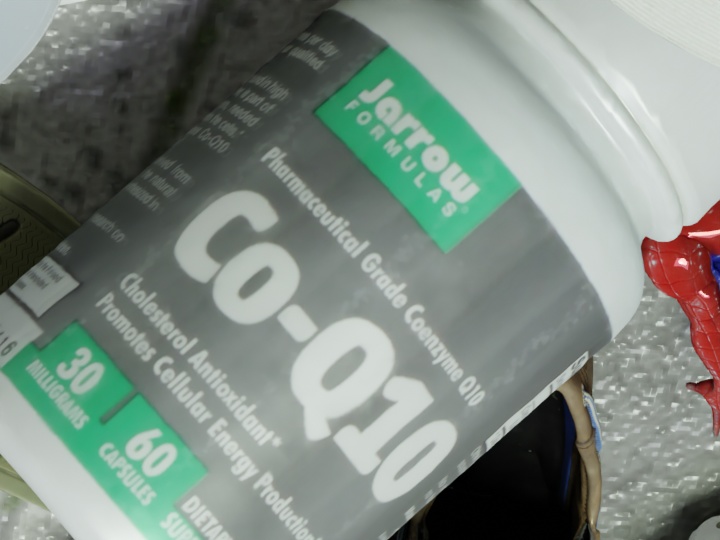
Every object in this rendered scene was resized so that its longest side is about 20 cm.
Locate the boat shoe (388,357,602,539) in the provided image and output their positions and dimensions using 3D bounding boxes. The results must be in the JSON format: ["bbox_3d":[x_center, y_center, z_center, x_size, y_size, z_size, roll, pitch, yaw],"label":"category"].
[{"bbox_3d":[0.038,0.083,0.916,0.072,0.072,0.200,-4,130,-3],"label":"boat shoe"}]

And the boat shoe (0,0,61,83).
[{"bbox_3d":[-0.155,-0.063,0.765,0.200,0.070,0.071,-29,142,34],"label":"boat shoe"}]

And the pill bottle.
[{"bbox_3d":[0.000,0.000,0.768,0.200,0.113,0.113,-42,127,-7],"label":"pill bottle"}]

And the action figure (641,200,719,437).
[{"bbox_3d":[0.155,-0.003,0.848,0.199,0.065,0.099,1,148,23],"label":"action figure"}]

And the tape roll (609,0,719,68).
[{"bbox_3d":[0.110,-0.131,0.561,0.202,0.037,0.203,3,108,9],"label":"tape roll"}]

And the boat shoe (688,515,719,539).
[{"bbox_3d":[0.129,0.104,0.948,0.200,0.069,0.071,-42,143,2],"label":"boat shoe"}]

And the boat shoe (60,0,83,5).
[{"bbox_3d":[-0.018,-0.128,0.742,0.199,0.072,0.069,-11,134,16],"label":"boat shoe"}]

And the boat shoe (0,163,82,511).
[{"bbox_3d":[-0.086,0.027,0.853,0.075,0.068,0.200,-42,124,0],"label":"boat shoe"}]
